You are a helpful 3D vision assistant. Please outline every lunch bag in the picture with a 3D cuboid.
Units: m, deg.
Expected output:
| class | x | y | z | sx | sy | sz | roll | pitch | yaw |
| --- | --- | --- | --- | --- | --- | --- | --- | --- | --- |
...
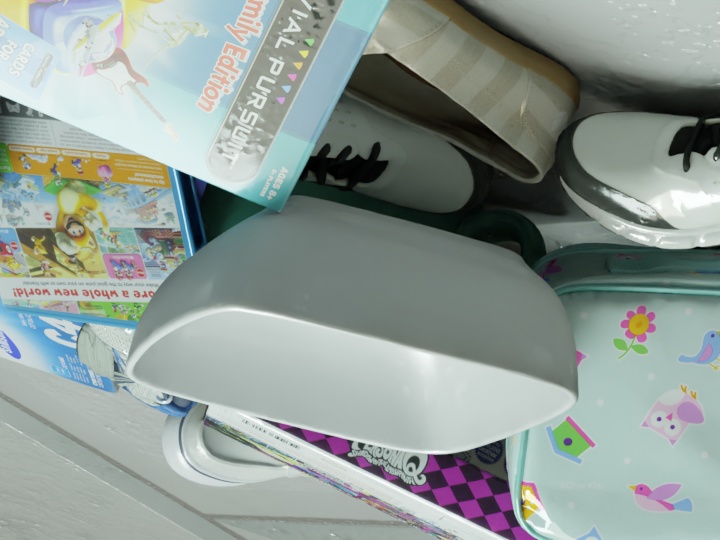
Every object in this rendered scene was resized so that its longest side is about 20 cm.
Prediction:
| class | x | y | z | sx | sy | sz | roll | pitch | yaw |
| --- | --- | --- | --- | --- | --- | --- | --- | --- | --- |
| lunch bag | 0.177 | 0.064 | 1.447 | 0.199 | 0.161 | 0.077 | 2 | -165 | -3 |

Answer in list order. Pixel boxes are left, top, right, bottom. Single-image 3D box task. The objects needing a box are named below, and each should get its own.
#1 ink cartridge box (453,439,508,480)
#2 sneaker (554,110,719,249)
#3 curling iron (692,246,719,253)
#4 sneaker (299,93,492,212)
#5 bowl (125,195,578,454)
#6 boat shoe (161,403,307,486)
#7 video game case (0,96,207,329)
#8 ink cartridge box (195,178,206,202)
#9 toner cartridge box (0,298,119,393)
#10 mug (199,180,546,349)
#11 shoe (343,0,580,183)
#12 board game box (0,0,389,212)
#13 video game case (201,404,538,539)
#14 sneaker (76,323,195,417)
| class | x | y | z | sx | sy | sz | roll | pitch | yaw |
| --- | --- | --- | --- | --- | --- | --- | --- | --- | --- |
| ink cartridge box | 0.006 | 0.089 | 1.700 | 0.199 | 0.044 | 0.094 | 29 | 164 | -12 |
| sneaker | 0.189 | -0.052 | 1.312 | 0.199 | 0.074 | 0.080 | 9 | 144 | 14 |
| curling iron | 0.194 | 0.016 | 1.519 | 0.049 | 0.026 | 0.200 | 14 | 159 | 23 |
| sneaker | -0.029 | -0.067 | 1.384 | 0.199 | 0.080 | 0.074 | 21 | 132 | -12 |
| bowl | -0.005 | 0.025 | 1.382 | 0.199 | 0.075 | 0.200 | 13 | 162 | -18 |
| boat shoe | -0.030 | 0.101 | 1.795 | 0.199 | 0.072 | 0.066 | 2 | 173 | -34 |
| video game case | -0.152 | -0.061 | 1.485 | 0.142 | 0.018 | 0.201 | 7 | 121 | 30 |
| ink cartridge box | -0.088 | 0.006 | 1.729 | 0.199 | 0.047 | 0.197 | 0 | 152 | 47 |
| toner cartridge box | -0.198 | 0.012 | 1.722 | 0.095 | 0.043 | 0.200 | 18 | 160 | 10 |
| mug | -0.010 | -0.004 | 1.524 | 0.152 | 0.115 | 0.185 | 32 | 157 | -31 |
| shoe | 0.017 | -0.105 | 1.329 | 0.199 | 0.054 | 0.070 | 26 | 159 | -19 |
| board game box | -0.095 | -0.131 | 1.258 | 0.199 | 0.047 | 0.151 | 23 | 123 | -9 |
| video game case | 0.006 | 0.109 | 1.577 | 0.199 | 0.036 | 0.181 | 26 | 171 | 0 |
| sneaker | -0.118 | 0.031 | 1.627 | 0.085 | 0.077 | 0.200 | 42 | 168 | 13 |
